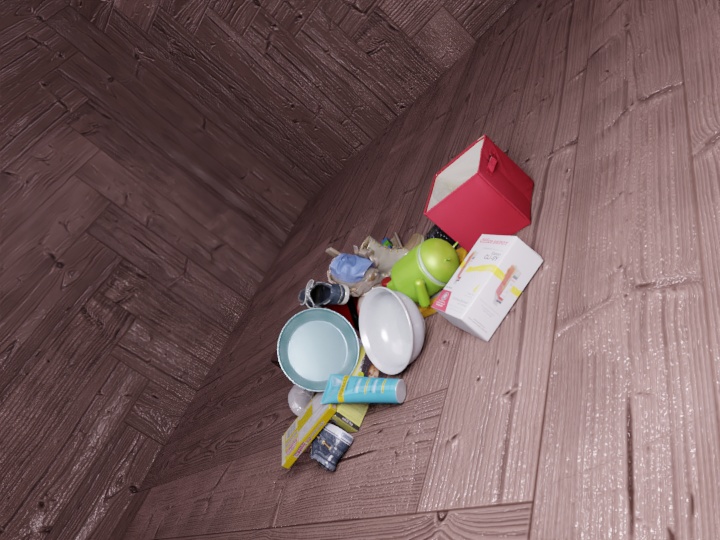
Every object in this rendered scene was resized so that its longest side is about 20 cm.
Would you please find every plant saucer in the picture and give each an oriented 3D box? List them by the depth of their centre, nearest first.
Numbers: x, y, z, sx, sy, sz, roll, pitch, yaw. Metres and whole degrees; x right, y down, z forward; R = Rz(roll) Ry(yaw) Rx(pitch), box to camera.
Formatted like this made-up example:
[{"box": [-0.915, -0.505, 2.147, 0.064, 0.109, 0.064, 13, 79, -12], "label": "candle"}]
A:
[{"box": [-0.103, 0.193, 1.334, 0.201, 0.199, 0.036, -58, 0, -21], "label": "plant saucer"}]

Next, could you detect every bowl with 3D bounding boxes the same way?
[{"box": [0.088, 0.134, 1.287, 0.200, 0.090, 0.203, 15, 109, 54], "label": "bowl"}]

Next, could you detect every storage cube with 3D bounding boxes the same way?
[{"box": [0.283, -0.173, 1.309, 0.200, 0.179, 0.172, -38, 21, 41], "label": "storage cube"}]

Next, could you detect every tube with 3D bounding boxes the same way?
[{"box": [0.004, 0.267, 1.231, 0.198, 0.051, 0.078, -6, 41, 31], "label": "tube"}]

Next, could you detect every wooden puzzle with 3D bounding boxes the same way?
[{"box": [0.060, -0.034, 1.851, 0.200, 0.046, 0.186, -49, 17, 13], "label": "wooden puzzle"}]

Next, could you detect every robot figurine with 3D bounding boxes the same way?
[{"box": [0.152, 0.001, 1.308, 0.200, 0.116, 0.176, -38, 13, 41], "label": "robot figurine"}]

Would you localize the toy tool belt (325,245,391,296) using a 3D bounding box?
[{"box": [0.000, 0.000, 1.420, 0.199, 0.124, 0.125, 11, 49, 39], "label": "toy tool belt"}]

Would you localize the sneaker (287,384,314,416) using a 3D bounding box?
[{"box": [-0.147, 0.330, 1.613, 0.116, 0.073, 0.200, -49, 15, 20], "label": "sneaker"}]

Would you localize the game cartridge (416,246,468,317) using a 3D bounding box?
[{"box": [0.192, 0.036, 1.382, 0.200, 0.032, 0.177, -31, 26, 48], "label": "game cartridge"}]

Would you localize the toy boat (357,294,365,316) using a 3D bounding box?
[{"box": [0.051, 0.108, 1.505, 0.201, 0.129, 0.132, -83, 6, -60], "label": "toy boat"}]

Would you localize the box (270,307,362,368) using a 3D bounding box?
[{"box": [-0.109, 0.216, 1.471, 0.165, 0.166, 0.200, -58, 18, -21], "label": "box"}]

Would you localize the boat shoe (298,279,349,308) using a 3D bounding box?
[{"box": [-0.110, 0.064, 1.426, 0.199, 0.061, 0.076, 1, 82, 52], "label": "boat shoe"}]

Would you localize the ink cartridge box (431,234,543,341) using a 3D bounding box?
[{"box": [0.257, 0.028, 1.134, 0.201, 0.083, 0.145, -54, 17, -5], "label": "ink cartridge box"}]

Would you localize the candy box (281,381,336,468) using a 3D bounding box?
[{"box": [-0.126, 0.369, 1.317, 0.200, 0.026, 0.102, -52, 23, 16], "label": "candy box"}]

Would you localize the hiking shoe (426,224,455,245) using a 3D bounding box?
[{"box": [0.217, -0.083, 1.501, 0.200, 0.076, 0.101, -50, 3, -41], "label": "hiking shoe"}]

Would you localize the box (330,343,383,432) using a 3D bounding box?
[{"box": [-0.003, 0.281, 1.328, 0.050, 0.075, 0.201, -27, 31, 55], "label": "box"}]

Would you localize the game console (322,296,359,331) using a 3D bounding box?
[{"box": [-0.048, 0.089, 1.596, 0.171, 0.201, 0.119, -10, 50, 5], "label": "game console"}]

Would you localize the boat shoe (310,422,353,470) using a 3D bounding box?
[{"box": [-0.094, 0.408, 1.311, 0.091, 0.071, 0.200, -56, 18, -18], "label": "boat shoe"}]

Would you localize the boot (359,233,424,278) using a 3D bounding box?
[{"box": [0.087, -0.061, 1.643, 0.201, 0.154, 0.072, -54, 17, -6], "label": "boot"}]
